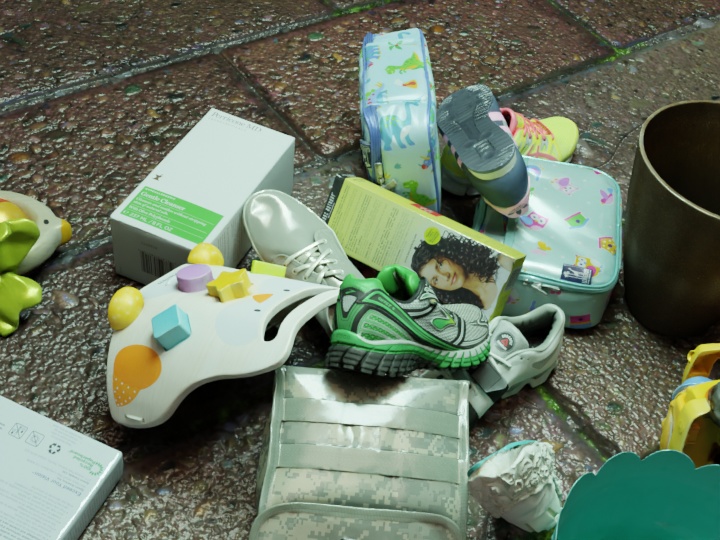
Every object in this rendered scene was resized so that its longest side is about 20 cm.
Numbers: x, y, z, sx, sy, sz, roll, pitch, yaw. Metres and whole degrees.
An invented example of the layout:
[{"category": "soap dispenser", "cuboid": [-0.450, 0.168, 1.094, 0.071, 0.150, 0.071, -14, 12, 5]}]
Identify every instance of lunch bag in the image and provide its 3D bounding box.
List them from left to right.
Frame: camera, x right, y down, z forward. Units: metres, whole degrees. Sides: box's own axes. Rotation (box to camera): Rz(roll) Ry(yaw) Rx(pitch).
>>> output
[{"category": "lunch bag", "cuboid": [-0.002, 0.187, 0.794, 0.164, 0.118, 0.200, 6, 61, -3]}, {"category": "lunch bag", "cuboid": [0.043, -0.152, 1.101, 0.082, 0.161, 0.200, -6, 46, 4]}, {"category": "lunch bag", "cuboid": [0.190, -0.035, 1.067, 0.160, 0.077, 0.200, 14, 46, 4]}]

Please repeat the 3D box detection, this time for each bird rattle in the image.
[{"category": "bird rattle", "cuboid": [-0.378, -0.025, 0.979, 0.200, 0.113, 0.163, 17, 33, 25]}]

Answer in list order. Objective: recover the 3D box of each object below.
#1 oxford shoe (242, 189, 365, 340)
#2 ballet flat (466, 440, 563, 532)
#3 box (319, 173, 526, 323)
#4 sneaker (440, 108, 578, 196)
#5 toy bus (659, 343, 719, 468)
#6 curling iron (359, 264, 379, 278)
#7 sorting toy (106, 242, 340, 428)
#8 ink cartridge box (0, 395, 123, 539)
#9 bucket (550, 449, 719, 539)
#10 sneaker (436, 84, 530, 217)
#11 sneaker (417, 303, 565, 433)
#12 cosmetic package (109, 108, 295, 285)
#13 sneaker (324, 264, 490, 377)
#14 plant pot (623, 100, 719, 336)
[{"category": "oxford shoe", "cuboid": [-0.040, -0.001, 0.965, 0.075, 0.058, 0.200, -35, 80, -10]}, {"category": "ballet flat", "cuboid": [0.134, 0.173, 0.795, 0.072, 0.200, 0.072, -3, 78, 16]}, {"category": "box", "cuboid": [0.056, -0.024, 0.993, 0.200, 0.075, 0.050, 26, 15, 19]}, {"category": "sneaker", "cuboid": [0.180, -0.150, 1.168, 0.200, 0.090, 0.078, -20, 51, -28]}, {"category": "toy bus", "cuboid": [0.354, 0.122, 0.917, 0.200, 0.136, 0.192, -1, 33, -7]}, {"category": "curling iron", "cuboid": [0.000, 0.000, 1.036, 0.200, 0.026, 0.050, -24, 63, -28]}, {"category": "sorting toy", "cuboid": [-0.097, 0.044, 0.856, 0.180, 0.107, 0.200, 0, 24, 38]}, {"category": "ink cartridge box", "cuboid": [-0.323, 0.187, 0.794, 0.199, 0.041, 0.200, 23, 47, 12]}, {"category": "bucket", "cuboid": [0.228, 0.253, 0.754, 0.207, 0.135, 0.207, 4, 46, -5]}, {"category": "sneaker", "cuboid": [0.129, -0.125, 1.058, 0.070, 0.082, 0.200, -23, 33, 12]}, {"category": "sneaker", "cuboid": [0.111, 0.087, 0.932, 0.200, 0.089, 0.074, -30, 59, -30]}, {"category": "cosmetic package", "cuboid": [-0.157, -0.068, 1.038, 0.108, 0.085, 0.200, 20, 48, 11]}, {"category": "sneaker", "cuboid": [0.051, 0.040, 0.845, 0.078, 0.085, 0.200, 9, 4, 34]}, {"category": "plant pot", "cuboid": [0.338, -0.032, 1.003, 0.187, 0.200, 0.187, 5, 45, -5]}]
